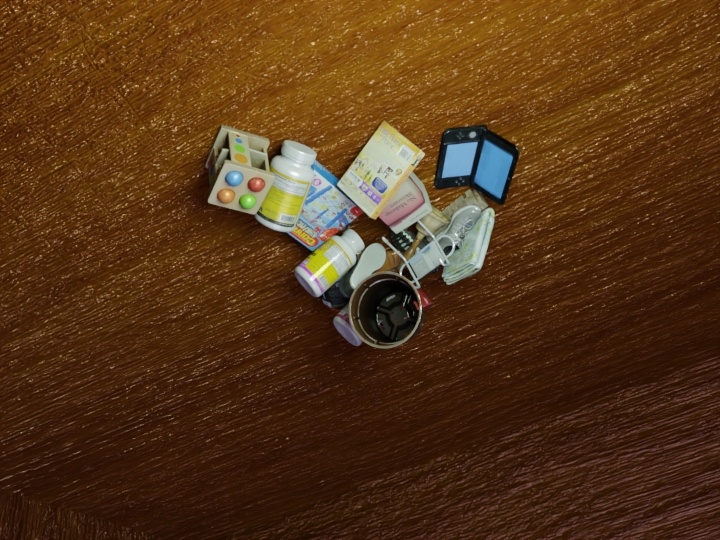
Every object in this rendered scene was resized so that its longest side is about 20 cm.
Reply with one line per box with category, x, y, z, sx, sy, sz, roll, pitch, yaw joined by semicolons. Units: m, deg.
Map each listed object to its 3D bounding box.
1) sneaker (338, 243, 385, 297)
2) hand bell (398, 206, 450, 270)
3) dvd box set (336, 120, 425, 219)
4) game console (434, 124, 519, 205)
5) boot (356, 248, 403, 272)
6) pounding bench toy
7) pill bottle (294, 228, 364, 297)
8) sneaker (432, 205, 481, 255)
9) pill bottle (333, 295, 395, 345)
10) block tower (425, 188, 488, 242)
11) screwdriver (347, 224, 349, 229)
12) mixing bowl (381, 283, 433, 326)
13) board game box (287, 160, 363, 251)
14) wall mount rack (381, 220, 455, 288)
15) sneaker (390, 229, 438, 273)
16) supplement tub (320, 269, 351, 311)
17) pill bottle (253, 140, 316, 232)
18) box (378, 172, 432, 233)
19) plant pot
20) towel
sneaker;0.000;0.000;1.718;0.071;0.201;0.099;45;139;-11
hand bell;0.164;-0.087;1.721;0.103;0.104;0.201;18;113;-35
dvd box set;0.047;-0.247;1.457;0.201;0.146;0.029;-52;149;11
game console;0.303;-0.271;1.580;0.173;0.117;0.201;-8;140;-10
boot;0.064;-0.040;1.820;0.153;0.074;0.200;-19;152;6
pounding bench toy;-0.304;-0.207;1.425;0.123;0.157;0.201;12;135;-29
pill bottle;-0.083;-0.026;1.665;0.200;0.104;0.105;-42;145;-16
sneaker;0.287;-0.103;1.716;0.074;0.083;0.201;11;134;-29
pill bottle;0.021;0.122;1.814;0.200;0.113;0.114;-45;147;-20
block tower;0.278;-0.158;1.759;0.054;0.058;0.200;26;124;-39
screwdriver;-0.039;-0.123;1.718;0.029;0.028;0.201;22;136;3
mixing bowl;0.131;0.102;1.953;0.198;0.110;0.200;-23;172;-4
board game box;-0.128;-0.171;1.590;0.195;0.056;0.199;-36;130;23
wall mount rack;0.159;-0.054;1.668;0.199;0.175;0.074;-38;160;26
sneaker;0.170;-0.083;1.808;0.199;0.091;0.066;40;141;-18
supplement tub;-0.079;0.031;1.815;0.121;0.124;0.201;-14;141;-1
pill bottle;-0.179;-0.206;1.447;0.111;0.113;0.202;12;113;-30
box;0.082;-0.214;1.576;0.127;0.110;0.200;-32;136;20
plant pot;0.088;0.119;1.651;0.198;0.203;0.198;-23;165;10
towel;0.317;-0.068;1.737;0.048;0.202;0.171;28;153;-16
